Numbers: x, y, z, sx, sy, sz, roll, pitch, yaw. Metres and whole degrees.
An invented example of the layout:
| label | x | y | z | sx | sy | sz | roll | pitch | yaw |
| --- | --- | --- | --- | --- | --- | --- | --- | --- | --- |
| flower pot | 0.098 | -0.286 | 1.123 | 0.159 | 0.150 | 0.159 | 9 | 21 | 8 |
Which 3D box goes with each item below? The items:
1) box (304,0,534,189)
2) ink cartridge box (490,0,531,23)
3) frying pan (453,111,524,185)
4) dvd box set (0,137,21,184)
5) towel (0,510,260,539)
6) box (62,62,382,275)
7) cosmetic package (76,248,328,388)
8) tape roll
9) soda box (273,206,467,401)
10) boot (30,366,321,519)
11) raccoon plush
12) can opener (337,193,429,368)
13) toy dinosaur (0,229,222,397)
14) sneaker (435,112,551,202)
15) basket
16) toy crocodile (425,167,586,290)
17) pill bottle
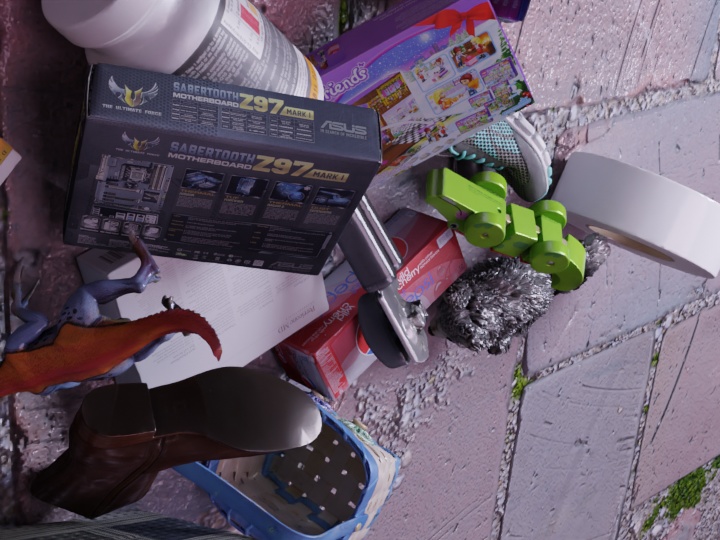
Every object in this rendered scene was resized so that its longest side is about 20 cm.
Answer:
| label | x | y | z | sx | sy | sz | roll | pitch | yaw |
| --- | --- | --- | --- | --- | --- | --- | --- | --- | --- |
| box | 0.033 | -0.152 | 0.961 | 0.200 | 0.039 | 0.137 | -27 | 137 | 9 |
| ink cartridge box | 0.144 | -0.317 | 0.989 | 0.200 | 0.043 | 0.197 | -68 | 172 | -78 |
| frying pan | 0.123 | -0.146 | 1.150 | 0.115 | 0.031 | 0.190 | -56 | 141 | -14 |
| dvd box set | -0.326 | -0.076 | 0.701 | 0.146 | 0.029 | 0.200 | -54 | 138 | -13 |
| towel | -0.194 | 0.221 | 0.870 | 0.200 | 0.192 | 0.035 | 4 | 87 | -47 |
| box | -0.102 | -0.065 | 0.803 | 0.200 | 0.051 | 0.158 | 6 | 149 | -17 |
| cosmetic package | -0.123 | 0.013 | 0.944 | 0.200 | 0.052 | 0.151 | -33 | 128 | -32 |
| tape roll | 0.313 | -0.061 | 1.260 | 0.202 | 0.202 | 0.071 | 21 | 92 | -49 |
| soda box | 0.009 | 0.028 | 1.076 | 0.200 | 0.070 | 0.063 | -43 | 132 | -25 |
| boot | -0.148 | 0.143 | 0.875 | 0.186 | 0.064 | 0.200 | 7 | 148 | -22 |
| raccoon plush | 0.157 | 0.010 | 1.156 | 0.200 | 0.097 | 0.134 | -43 | 170 | 7 |
| can opener | 0.000 | 0.000 | 0.981 | 0.200 | 0.067 | 0.053 | 60 | 24 | -16 |
| toy dinosaur | -0.217 | 0.047 | 0.783 | 0.181 | 0.200 | 0.105 | -31 | 106 | -18 |
| sneaker | 0.105 | -0.132 | 1.083 | 0.091 | 0.078 | 0.200 | -45 | 113 | -12 |
| basket | -0.070 | 0.179 | 0.995 | 0.200 | 0.176 | 0.139 | -4 | 121 | -62 |
| toy crocodile | 0.142 | -0.040 | 1.089 | 0.200 | 0.062 | 0.068 | 23 | 49 | -26 |
| pill bottle | -0.123 | -0.156 | 0.811 | 0.116 | 0.116 | 0.200 | -59 | 140 | -8 |
